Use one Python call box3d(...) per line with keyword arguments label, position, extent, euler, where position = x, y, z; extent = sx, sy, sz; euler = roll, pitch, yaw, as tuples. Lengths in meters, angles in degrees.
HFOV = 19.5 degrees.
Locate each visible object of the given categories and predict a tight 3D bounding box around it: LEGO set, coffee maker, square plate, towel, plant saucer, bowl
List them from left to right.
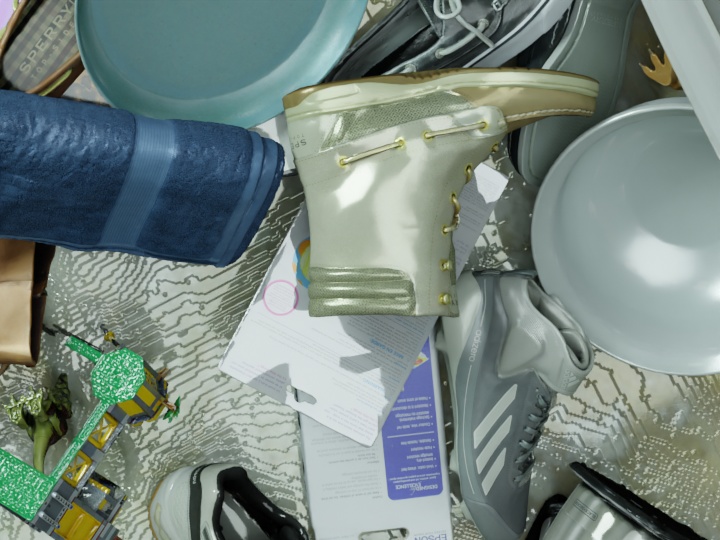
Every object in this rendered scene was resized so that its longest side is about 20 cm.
box3d(label="LEGO set", position=(-0.208, 0.100, 1.365), extent=(0.200, 0.116, 0.154), euler=(17, 72, 26))
box3d(label="towel", position=(-0.154, -0.053, 1.289), extent=(0.200, 0.049, 0.112), euler=(9, 139, -22))
box3d(label="plant saucer", position=(-0.085, -0.175, 1.278), extent=(0.200, 0.027, 0.200), euler=(-16, 127, -23))
box3d(label="coffee maker", position=(0.171, 0.261, 1.416), extent=(0.192, 0.135, 0.200), euler=(33, 93, -9))
box3d(label="bowl", position=(0.217, -0.037, 1.391), extent=(0.201, 0.090, 0.201), euler=(7, 122, 11))
box3d(label="square plate", position=(0.271, -0.121, 1.331), extent=(0.198, 0.200, 0.028), euler=(14, 132, -35))

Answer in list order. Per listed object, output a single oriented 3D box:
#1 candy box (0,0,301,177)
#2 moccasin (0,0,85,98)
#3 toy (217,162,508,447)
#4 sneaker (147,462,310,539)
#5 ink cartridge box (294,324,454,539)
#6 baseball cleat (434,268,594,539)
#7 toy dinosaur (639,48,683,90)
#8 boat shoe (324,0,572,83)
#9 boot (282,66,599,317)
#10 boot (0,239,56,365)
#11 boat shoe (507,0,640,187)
box3d(label="candy box", position=(-0.141, -0.132, 1.369), extent=(0.200, 0.072, 0.168), euler=(-9, 96, -5))
box3d(label="moccasin", position=(-0.164, -0.185, 1.286), extent=(0.074, 0.078, 0.201), euler=(41, 90, -7))
box3d(label="toy", position=(0.000, 0.000, 1.374), extent=(0.115, 0.047, 0.200), euler=(28, 88, -11))
box3d(label="sneaker", position=(-0.058, 0.213, 1.399), extent=(0.200, 0.088, 0.076), euler=(50, 51, -10))
box3d(label="ink cartridge box", position=(0.006, 0.097, 1.428), extent=(0.099, 0.039, 0.200), euler=(-5, 95, -6))
box3d(label="baseball cleat", position=(0.107, 0.095, 1.399), extent=(0.106, 0.070, 0.200), euler=(-3, 113, 25))
box3d(label="toy dinosaur", position=(0.249, -0.136, 1.400), extent=(0.106, 0.060, 0.200), euler=(-28, 94, -43))
box3d(label="boat shoe", position=(0.061, -0.170, 1.368), extent=(0.199, 0.074, 0.068), euler=(-36, 140, 15))
box3d(label="boot", position=(0.057, -0.048, 1.321), extent=(0.200, 0.072, 0.155), euler=(-6, 90, -6))
box3d(label="boot", position=(-0.292, 0.060, 1.320), extent=(0.200, 0.069, 0.188), euler=(-3, 52, 15))
box3d(label="boat shoe", position=(0.140, -0.155, 1.405), extent=(0.076, 0.060, 0.200), euler=(21, 92, -42))
